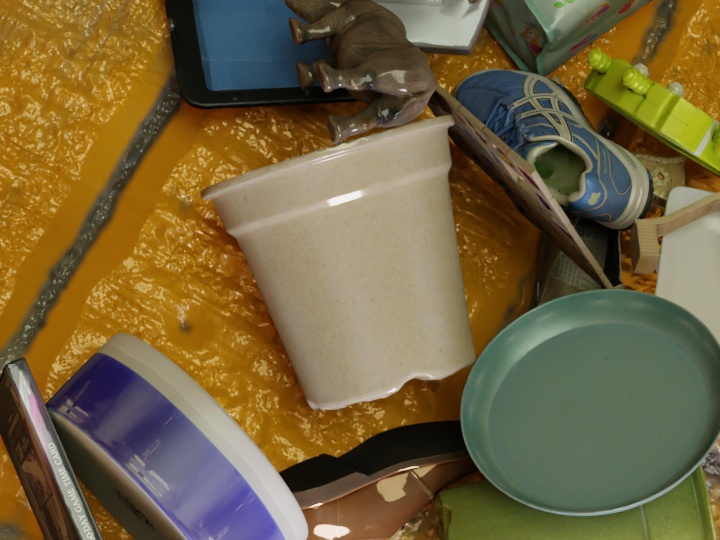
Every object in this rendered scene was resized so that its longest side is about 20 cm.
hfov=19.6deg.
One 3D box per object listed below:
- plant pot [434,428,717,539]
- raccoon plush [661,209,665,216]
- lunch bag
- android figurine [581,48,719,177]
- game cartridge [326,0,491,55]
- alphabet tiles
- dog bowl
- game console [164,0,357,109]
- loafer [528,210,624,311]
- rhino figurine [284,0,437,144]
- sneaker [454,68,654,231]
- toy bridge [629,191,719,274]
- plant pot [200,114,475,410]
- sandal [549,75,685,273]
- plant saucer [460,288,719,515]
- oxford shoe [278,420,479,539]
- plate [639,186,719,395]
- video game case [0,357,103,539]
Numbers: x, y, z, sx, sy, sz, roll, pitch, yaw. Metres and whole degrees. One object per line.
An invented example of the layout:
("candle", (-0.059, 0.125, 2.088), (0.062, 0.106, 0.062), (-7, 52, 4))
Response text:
("plant pot", (0.155, 0.214, 1.548), (0.188, 0.200, 0.202), (-6, 77, -3))
("raccoon plush", (0.341, 0.019, 1.705), (0.198, 0.097, 0.136), (7, 87, 19))
("lunch bag", (0.150, -0.287, 1.701), (0.170, 0.122, 0.201), (-34, 76, -12))
("android figurine", (0.254, -0.118, 1.651), (0.199, 0.182, 0.041), (30, 96, -37))
("game cartridge", (0.045, -0.269, 1.616), (0.132, 0.040, 0.202), (4, 85, 7))
("alphabet tiles", (0.109, -0.076, 1.590), (0.008, 0.167, 0.200), (-42, 47, -2))
("dog bowl", (-0.133, 0.144, 1.475), (0.079, 0.200, 0.200), (-43, 89, -17))
("game console", (-0.051, -0.233, 1.633), (0.198, 0.117, 0.178), (-4, 116, -15))
("loafer", (0.169, 0.033, 1.647), (0.075, 0.067, 0.202), (5, 72, -9))
("rhino figurine", (-0.006, -0.165, 1.522), (0.087, 0.060, 0.201), (-12, 37, -12))
("sneaker", (0.141, -0.104, 1.631), (0.077, 0.200, 0.076), (6, 114, -49))
("toy bridge", (0.305, -0.029, 1.603), (0.198, 0.027, 0.068), (0, 56, -5))
("plant pot", (0.000, 0.000, 1.563), (0.199, 0.200, 0.185), (-17, 91, -17))
("sandal", (0.226, -0.081, 1.671), (0.069, 0.078, 0.213), (-35, 75, 11))
("plant saucer", (0.172, 0.099, 1.517), (0.198, 0.028, 0.201), (-10, 48, 10))
("oxford shoe", (0.029, 0.165, 1.591), (0.198, 0.071, 0.072), (-17, 108, -17))
("plate", (0.318, 0.041, 1.594), (0.198, 0.032, 0.201), (12, 58, 2))
("video game case", (-0.213, 0.170, 1.478), (0.019, 0.143, 0.202), (-21, 81, -19))
